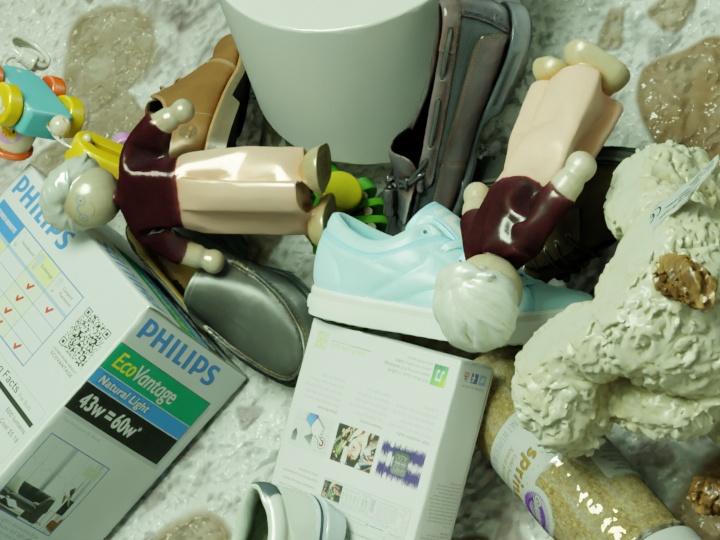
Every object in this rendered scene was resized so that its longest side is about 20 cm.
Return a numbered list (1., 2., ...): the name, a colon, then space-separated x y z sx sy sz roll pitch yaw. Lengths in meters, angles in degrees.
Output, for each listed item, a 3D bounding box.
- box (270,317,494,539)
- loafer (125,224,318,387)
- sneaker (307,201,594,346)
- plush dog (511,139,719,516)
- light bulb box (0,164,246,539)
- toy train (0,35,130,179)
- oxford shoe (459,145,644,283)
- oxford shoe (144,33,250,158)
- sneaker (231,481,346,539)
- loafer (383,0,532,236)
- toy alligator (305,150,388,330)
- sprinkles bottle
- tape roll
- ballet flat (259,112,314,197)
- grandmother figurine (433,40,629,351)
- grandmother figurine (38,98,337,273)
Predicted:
1. box: 0.000 0.141 1.228 0.144 0.036 0.202 14 88 49
2. loafer: -0.094 0.021 1.365 0.200 0.072 0.073 36 110 43
3. sneaker: 0.058 0.000 1.231 0.198 0.074 0.083 6 97 21
4. plush dog: 0.209 0.041 1.107 0.201 0.171 0.160 -62 20 -12
5. light bulb box: -0.224 0.071 1.400 0.200 0.125 0.198 -47 49 2
6. toy train: -0.191 -0.089 1.427 0.199 0.150 0.056 31 110 0
7. oxford shoe: 0.142 -0.029 1.252 0.199 0.072 0.085 -7 64 44
8. oxford shoe: -0.115 -0.124 1.419 0.071 0.072 0.200 8 29 3
9. sneaker: -0.072 0.222 1.174 0.073 0.070 0.201 -15 54 55
10. loafer: 0.045 -0.089 1.277 0.072 0.063 0.201 -111 39 -55
11. toy alligator: 0.000 0.000 1.342 0.054 0.059 0.201 -3 62 -17
12. sprinkles bottle: 0.130 0.129 1.173 0.068 0.068 0.200 -45 50 5
13. tape roll: 0.006 -0.192 1.344 0.201 0.140 0.204 -8 53 10
14. ballet flat: -0.043 -0.127 1.444 0.067 0.046 0.201 -29 45 43
15. grandmother figurine: 0.099 -0.042 1.170 0.201 0.060 0.121 -64 12 -24
16. grandmother figurine: -0.119 -0.054 1.310 0.198 0.061 0.122 -2 102 13
